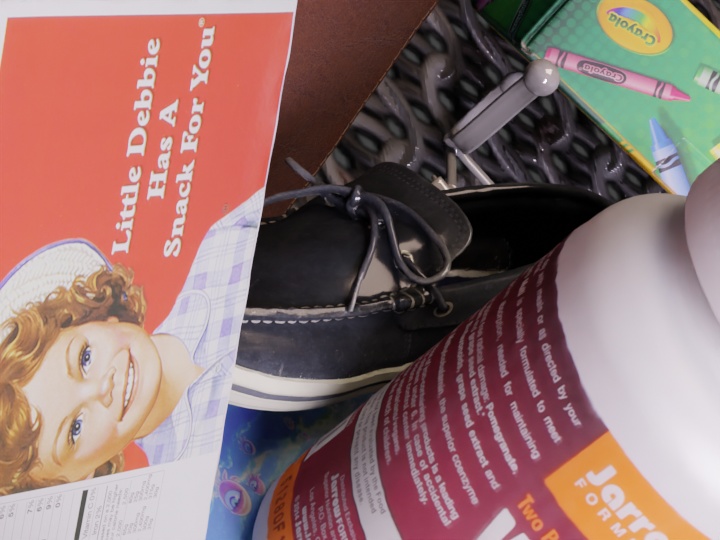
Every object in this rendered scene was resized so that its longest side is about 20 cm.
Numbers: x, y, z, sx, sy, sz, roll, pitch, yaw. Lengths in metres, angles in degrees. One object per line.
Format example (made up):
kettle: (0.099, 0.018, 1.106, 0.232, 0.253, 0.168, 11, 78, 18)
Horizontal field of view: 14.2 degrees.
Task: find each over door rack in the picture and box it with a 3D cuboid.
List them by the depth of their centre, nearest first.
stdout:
over door rack: (0.086, 0.004, 1.013, 0.148, 0.067, 0.200, 48, 17, -4)

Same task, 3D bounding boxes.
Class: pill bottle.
pill bottle: (0.070, 0.049, 0.776, 0.109, 0.200, 0.110, 31, 37, -27)

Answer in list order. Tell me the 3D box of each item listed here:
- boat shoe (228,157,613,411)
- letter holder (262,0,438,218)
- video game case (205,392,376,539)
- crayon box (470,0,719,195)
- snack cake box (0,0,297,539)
boat shoe: (0.000, 0.000, 0.844, 0.199, 0.063, 0.075, 0, 28, -38)
letter holder: (-0.071, -0.077, 0.859, 0.100, 0.143, 0.200, 34, 1, 16)
video game case: (0.002, 0.121, 0.851, 0.181, 0.045, 0.201, 26, 40, -36)
crayon box: (0.140, -0.053, 1.138, 0.200, 0.058, 0.119, 41, 5, -15)
snack cake box: (-0.089, 0.022, 0.700, 0.067, 0.201, 0.115, 20, 16, 34)
